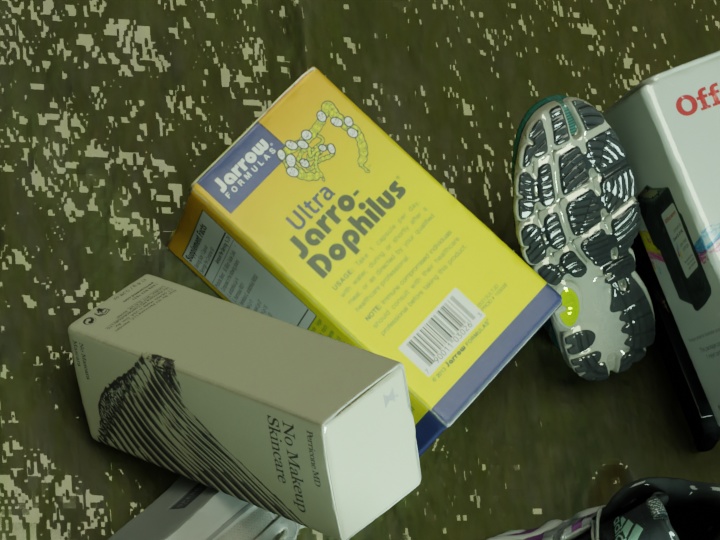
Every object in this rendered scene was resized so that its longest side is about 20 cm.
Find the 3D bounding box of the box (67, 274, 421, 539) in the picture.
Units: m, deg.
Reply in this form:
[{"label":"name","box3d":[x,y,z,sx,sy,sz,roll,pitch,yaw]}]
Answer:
[{"label":"box","box3d":[-0.065,0.072,1.406,0.200,0.082,0.068,17,39,40]}]

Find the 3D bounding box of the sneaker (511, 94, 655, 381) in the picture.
[{"label":"sneaker","box3d":[0.117,-0.022,1.514,0.077,0.200,0.080,-24,42,-14]}]

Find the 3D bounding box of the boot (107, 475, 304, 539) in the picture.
[{"label":"boot","box3d":[-0.062,0.154,1.454,0.200,0.073,0.096,-37,111,-38]}]

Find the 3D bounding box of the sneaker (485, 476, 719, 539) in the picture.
[{"label":"sneaker","box3d":[0.132,0.160,1.463,0.200,0.140,0.078,-19,75,-24]}]

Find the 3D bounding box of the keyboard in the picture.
[{"label":"keyboard","box3d":[0.190,0.006,1.566,0.040,0.104,0.201,-20,75,-2]}]

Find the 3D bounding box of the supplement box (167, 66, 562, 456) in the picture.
[{"label":"supplement box","box3d":[0.000,0.000,1.500,0.200,0.109,0.110,43,69,3]}]

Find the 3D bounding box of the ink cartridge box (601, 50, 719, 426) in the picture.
[{"label":"ink cartridge box","box3d":[0.245,-0.031,1.497,0.145,0.083,0.201,-20,85,-19]}]
